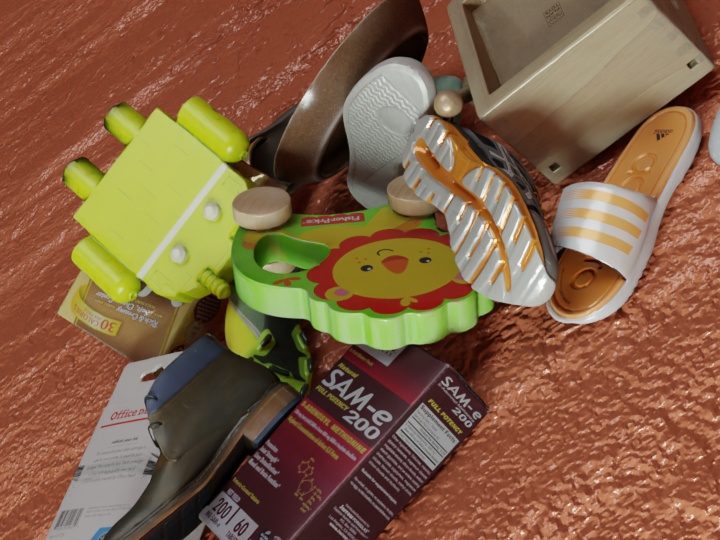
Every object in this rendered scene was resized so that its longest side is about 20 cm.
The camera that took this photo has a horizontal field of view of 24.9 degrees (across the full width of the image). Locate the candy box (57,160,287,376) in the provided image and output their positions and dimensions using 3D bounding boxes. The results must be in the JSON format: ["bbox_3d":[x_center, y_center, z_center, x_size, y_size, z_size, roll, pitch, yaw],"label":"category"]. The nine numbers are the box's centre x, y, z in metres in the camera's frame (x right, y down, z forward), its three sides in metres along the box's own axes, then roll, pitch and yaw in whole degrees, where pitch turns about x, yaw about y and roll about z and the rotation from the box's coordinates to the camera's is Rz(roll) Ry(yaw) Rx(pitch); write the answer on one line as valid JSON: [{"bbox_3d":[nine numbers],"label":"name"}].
[{"bbox_3d":[-0.165,-0.018,1.432,0.115,0.055,0.200,30,90,22],"label":"candy box"}]

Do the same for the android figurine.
[{"bbox_3d":[-0.164,-0.054,1.388,0.200,0.041,0.182,42,95,25],"label":"android figurine"}]

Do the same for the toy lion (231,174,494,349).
[{"bbox_3d":[0.000,0.000,1.242,0.200,0.069,0.192,-4,30,2],"label":"toy lion"}]

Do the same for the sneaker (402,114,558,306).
[{"bbox_3d":[0.103,-0.047,1.206,0.078,0.077,0.200,-59,38,29],"label":"sneaker"}]

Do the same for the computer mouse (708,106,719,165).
[{"bbox_3d":[0.330,-0.140,1.150,0.200,0.044,0.110,-31,36,17],"label":"computer mouse"}]

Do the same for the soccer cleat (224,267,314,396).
[{"bbox_3d":[-0.081,0.071,1.346,0.200,0.065,0.084,-92,27,-44],"label":"soccer cleat"}]

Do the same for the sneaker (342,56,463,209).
[{"bbox_3d":[0.043,-0.141,1.345,0.118,0.074,0.200,-54,-9,-25],"label":"sneaker"}]

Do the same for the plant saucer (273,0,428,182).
[{"bbox_3d":[0.000,-0.150,1.404,0.200,0.034,0.200,-52,-9,-12],"label":"plant saucer"}]

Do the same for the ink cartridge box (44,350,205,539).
[{"bbox_3d":[-0.170,0.167,1.293,0.116,0.068,0.200,-13,46,44],"label":"ink cartridge box"}]

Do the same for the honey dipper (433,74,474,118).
[{"bbox_3d":[0.091,-0.143,1.317,0.038,0.038,0.200,-31,2,17],"label":"honey dipper"}]

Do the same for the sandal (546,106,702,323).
[{"bbox_3d":[0.182,-0.054,1.194,0.079,0.059,0.207,0,53,47],"label":"sandal"}]

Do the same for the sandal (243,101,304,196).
[{"bbox_3d":[-0.084,-0.081,1.483,0.200,0.082,0.055,-43,10,-12],"label":"sandal"}]

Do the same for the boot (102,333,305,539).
[{"bbox_3d":[-0.141,0.136,1.219,0.097,0.075,0.200,40,64,17],"label":"boot"}]

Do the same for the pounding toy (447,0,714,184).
[{"bbox_3d":[0.190,-0.198,1.304,0.184,0.142,0.200,-37,37,23],"label":"pounding toy"}]

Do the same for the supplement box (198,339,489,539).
[{"bbox_3d":[-0.013,0.140,1.181,0.200,0.061,0.109,-47,33,-8],"label":"supplement box"}]
